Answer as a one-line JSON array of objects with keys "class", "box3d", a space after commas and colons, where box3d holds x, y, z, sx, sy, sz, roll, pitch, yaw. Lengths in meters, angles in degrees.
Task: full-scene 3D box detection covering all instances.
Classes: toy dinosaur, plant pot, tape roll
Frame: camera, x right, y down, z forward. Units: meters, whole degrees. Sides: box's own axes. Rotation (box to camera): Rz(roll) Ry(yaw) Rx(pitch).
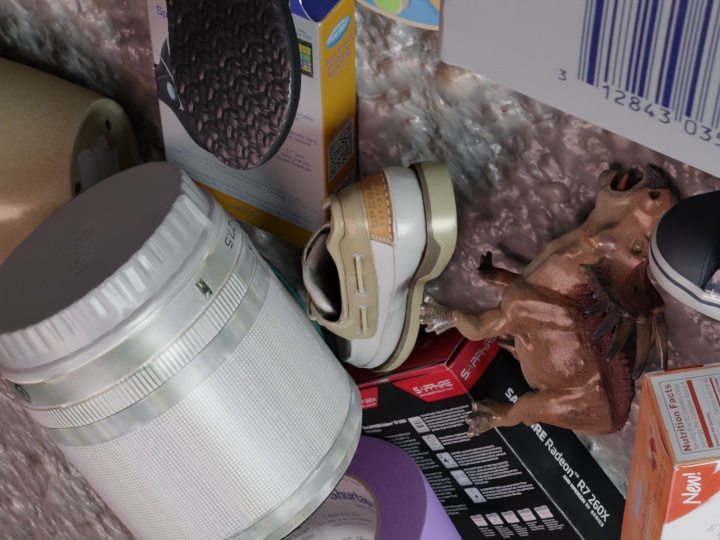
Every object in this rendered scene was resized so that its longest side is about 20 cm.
[{"class": "toy dinosaur", "box3d": [0.119, 0.042, 0.898, 0.134, 0.086, 0.201, 8, 140, 28]}, {"class": "plant pot", "box3d": [-0.248, -0.061, 1.059, 0.198, 0.188, 0.189, 3, 133, 20]}, {"class": "tape roll", "box3d": [-0.035, 0.195, 1.018, 0.199, 0.201, 0.066, 1, 132, 42]}]

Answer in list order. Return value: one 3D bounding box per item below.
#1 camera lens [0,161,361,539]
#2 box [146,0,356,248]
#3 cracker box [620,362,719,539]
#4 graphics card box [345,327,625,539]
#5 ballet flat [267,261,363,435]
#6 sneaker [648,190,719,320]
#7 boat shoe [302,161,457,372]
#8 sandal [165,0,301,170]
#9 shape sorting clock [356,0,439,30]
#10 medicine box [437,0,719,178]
[{"class": "camera lens", "box3d": [-0.105, 0.060, 0.963, 0.159, 0.160, 0.201, -6, 129, 46]}, {"class": "box", "box3d": [-0.060, -0.108, 0.934, 0.118, 0.042, 0.201, 25, 140, 21]}, {"class": "cracker box", "box3d": [0.228, 0.098, 0.779, 0.198, 0.058, 0.135, -7, 137, -3]}, {"class": "graphics card box", "box3d": [0.085, 0.126, 1.044, 0.201, 0.051, 0.125, 52, 144, -15]}, {"class": "ballet flat", "box3d": [-0.046, 0.080, 1.101, 0.068, 0.067, 0.201, -5, 125, 48]}, {"class": "sneaker", "box3d": [0.227, -0.014, 0.737, 0.198, 0.079, 0.080, 12, 143, 18]}, {"class": "boat shoe", "box3d": [0.000, 0.000, 0.935, 0.068, 0.075, 0.201, -5, 153, -12]}, {"class": "sandal", "box3d": [-0.067, -0.152, 0.838, 0.075, 0.045, 0.202, -16, 86, 31]}, {"class": "shape sorting clock", "box3d": [0.014, -0.198, 0.764, 0.199, 0.039, 0.201, 25, 142, 21]}, {"class": "medicine box", "box3d": [0.151, -0.132, 0.567, 0.181, 0.200, 0.103, 25, 145, 20]}]
